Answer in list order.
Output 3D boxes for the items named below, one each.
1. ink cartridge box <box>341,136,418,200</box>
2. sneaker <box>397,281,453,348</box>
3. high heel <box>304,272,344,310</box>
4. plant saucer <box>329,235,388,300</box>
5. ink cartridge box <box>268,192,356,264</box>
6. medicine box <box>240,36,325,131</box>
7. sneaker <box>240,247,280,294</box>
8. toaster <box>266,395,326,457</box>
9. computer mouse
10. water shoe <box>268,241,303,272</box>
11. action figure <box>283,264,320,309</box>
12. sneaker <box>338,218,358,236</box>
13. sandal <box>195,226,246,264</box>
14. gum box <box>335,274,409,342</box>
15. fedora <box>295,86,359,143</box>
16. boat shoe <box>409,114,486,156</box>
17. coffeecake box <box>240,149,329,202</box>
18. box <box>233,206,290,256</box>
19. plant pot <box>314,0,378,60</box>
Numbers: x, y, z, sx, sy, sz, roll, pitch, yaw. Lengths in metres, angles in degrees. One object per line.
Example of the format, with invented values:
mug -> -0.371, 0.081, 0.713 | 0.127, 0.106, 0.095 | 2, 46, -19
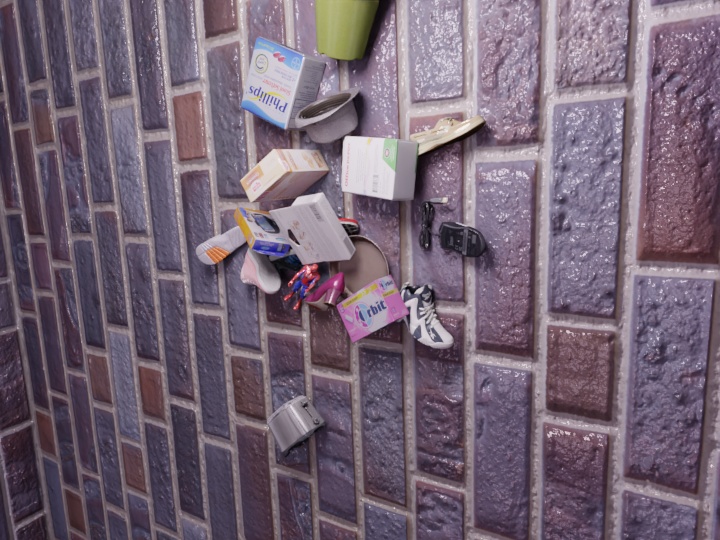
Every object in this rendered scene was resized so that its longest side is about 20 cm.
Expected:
ink cartridge box -> 0.045, -0.264, 1.389 | 0.199, 0.087, 0.147 | 17, 108, 45
sneaker -> 0.172, 0.104, 1.414 | 0.199, 0.079, 0.131 | 39, 127, 31
high heel -> -0.100, 0.062, 1.587 | 0.199, 0.067, 0.097 | -8, 56, 59
plant saucer -> 0.000, 0.000, 1.533 | 0.198, 0.032, 0.203 | 7, 103, 32
ink cartridge box -> -0.131, -0.109, 1.491 | 0.175, 0.045, 0.201 | -5, 129, 36
medicine box -> -0.219, -0.520, 1.525 | 0.181, 0.103, 0.202 | 30, 114, 24
sneaker -> -0.316, 0.024, 1.699 | 0.201, 0.075, 0.105 | 56, 128, 37
toaster -> -0.211, 0.491, 1.724 | 0.200, 0.113, 0.130 | -46, 71, 33
computer mouse -> 0.232, -0.113, 1.355 | 0.199, 0.046, 0.142 | 11, 110, 43
water shoe -> -0.186, -0.043, 1.634 | 0.198, 0.072, 0.080 | -8, 117, 38
action figure -> -0.180, 0.055, 1.593 | 0.065, 0.099, 0.200 | 40, 132, 3
sneaker -> -0.098, -0.146, 1.544 | 0.198, 0.077, 0.086 | 5, 64, 19
sandal -> -0.444, -0.087, 1.792 | 0.205, 0.059, 0.080 | -26, 103, 13
gum box -> 0.026, 0.107, 1.458 | 0.200, 0.066, 0.114 | -35, 78, 46
fedora -> -0.076, -0.402, 1.443 | 0.198, 0.178, 0.091 | -11, 124, 26
boat shoe -> 0.205, -0.337, 1.310 | 0.199, 0.072, 0.066 | -17, 92, 40
coffeecake box -> -0.208, -0.264, 1.511 | 0.153, 0.199, 0.074 | -32, 83, 33
box -> -0.287, -0.113, 1.600 | 0.200, 0.118, 0.042 | 51, 123, 42
plant pot -> -0.039, -0.635, 1.353 | 0.199, 0.200, 0.192 | 27, 126, 25
